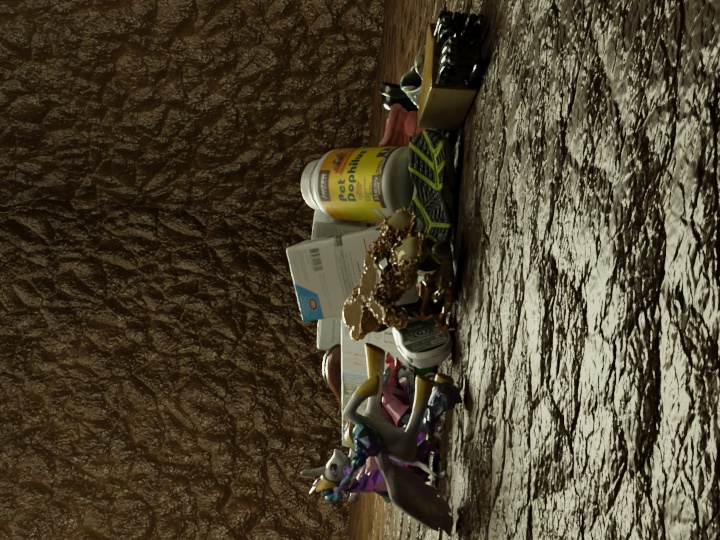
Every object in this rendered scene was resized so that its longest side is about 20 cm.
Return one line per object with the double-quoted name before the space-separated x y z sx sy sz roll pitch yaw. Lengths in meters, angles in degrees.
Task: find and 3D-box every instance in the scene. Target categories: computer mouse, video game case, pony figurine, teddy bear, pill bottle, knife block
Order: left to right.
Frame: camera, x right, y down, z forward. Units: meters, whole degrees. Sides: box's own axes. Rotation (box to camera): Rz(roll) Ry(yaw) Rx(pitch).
"pill bottle" 0.005 -0.129 1.575 0.198 0.109 0.111 3 89 43
"video game case" 0.025 0.179 1.598 0.142 0.018 0.203 5 97 44
"teddy bear" 0.042 0.010 1.420 0.145 0.066 0.202 48 128 51
"pony figurine" 0.044 0.217 1.300 0.167 0.191 0.202 -109 43 -75
"computer mouse" 0.080 0.093 1.468 0.200 0.108 0.044 -116 10 -68
"knife block" 0.119 -0.246 1.372 0.176 0.063 0.202 -89 4 -57

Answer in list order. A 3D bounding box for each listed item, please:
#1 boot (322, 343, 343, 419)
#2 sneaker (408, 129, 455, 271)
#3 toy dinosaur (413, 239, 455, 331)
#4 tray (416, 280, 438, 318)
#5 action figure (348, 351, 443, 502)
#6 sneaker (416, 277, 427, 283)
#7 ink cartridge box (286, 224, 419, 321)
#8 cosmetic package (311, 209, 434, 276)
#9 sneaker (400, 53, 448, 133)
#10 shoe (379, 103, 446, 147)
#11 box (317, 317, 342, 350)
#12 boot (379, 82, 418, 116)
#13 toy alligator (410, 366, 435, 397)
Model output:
"boot" 0.017 0.227 1.661 0.200 0.068 0.191 31 134 58
"sneaker" 0.108 -0.099 1.492 0.076 0.075 0.203 -20 -63 -64
"toy dinosaur" 0.110 0.028 1.419 0.200 0.060 0.107 99 -174 -66
"tray" 0.064 0.095 1.647 0.200 0.037 0.100 142 136 -61
"action figure" 0.045 0.215 1.496 0.134 0.147 0.203 -65 -33 -81
"sneaker" 0.073 -0.031 1.761 0.077 0.084 0.202 100 173 -61
"ink cartridge box" 0.000 0.000 1.538 0.068 0.198 0.118 -23 -78 -60
"cosmetic package" 0.022 -0.045 1.655 0.102 0.197 0.075 -94 9 -75
"sneaker" 0.100 -0.268 1.566 0.201 0.085 0.076 97 174 -64
"shoe" 0.079 -0.187 1.614 0.200 0.090 0.072 94 -164 -68
"box" 0.012 0.051 1.917 0.199 0.129 0.203 20 -106 -76
"boot" 0.078 -0.215 1.705 0.211 0.078 0.160 1 -81 -70
"toy alligator" 0.078 0.201 1.621 0.060 0.053 0.202 -88 4 -48
